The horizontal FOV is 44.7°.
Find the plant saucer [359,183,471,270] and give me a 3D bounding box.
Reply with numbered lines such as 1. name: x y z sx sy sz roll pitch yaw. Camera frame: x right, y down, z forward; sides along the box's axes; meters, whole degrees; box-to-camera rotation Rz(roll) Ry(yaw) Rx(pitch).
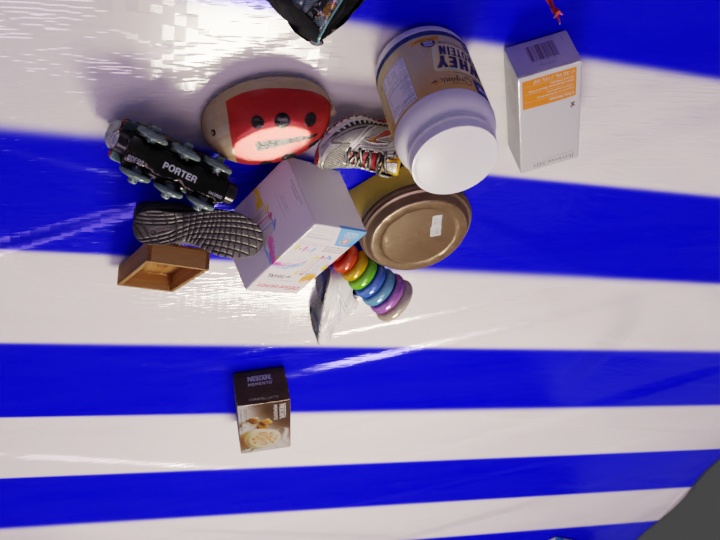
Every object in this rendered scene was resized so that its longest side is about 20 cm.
1. plant saucer: 0.094 -0.066 1.458 0.195 0.030 0.202 -9 141 -8

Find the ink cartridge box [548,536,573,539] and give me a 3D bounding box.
1. ink cartridge box: 0.693 1.013 2.978 0.198 0.149 0.144 22 130 -38

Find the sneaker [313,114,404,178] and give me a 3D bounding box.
1. sneaker: 0.024 -0.181 1.296 0.196 0.083 0.078 -14 149 -22

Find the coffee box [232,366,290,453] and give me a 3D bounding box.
1. coffee box: -0.205 0.296 1.840 0.112 0.081 0.202 -6 142 -11

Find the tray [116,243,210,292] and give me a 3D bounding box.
1. tray: -0.317 -0.005 1.396 0.097 0.038 0.199 8 166 -27

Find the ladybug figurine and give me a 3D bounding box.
1. ladybug figurine: -0.129 -0.206 1.250 0.195 0.073 0.137 -14 142 -2

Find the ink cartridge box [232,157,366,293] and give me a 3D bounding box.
1. ink cartridge box: -0.114 -0.058 1.372 0.199 0.127 0.127 -41 153 29

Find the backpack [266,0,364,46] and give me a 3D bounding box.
1. backpack: -0.032 -0.380 0.985 0.200 0.176 0.153 -43 105 16

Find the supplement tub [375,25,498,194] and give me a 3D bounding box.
1. supplement tub: 0.105 -0.220 1.206 0.141 0.203 0.146 -9 143 -7

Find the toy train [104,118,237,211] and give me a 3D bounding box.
1. toy train: -0.269 -0.151 1.240 0.198 0.114 0.087 23 98 -35

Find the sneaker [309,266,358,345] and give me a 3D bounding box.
1. sneaker: -0.045 0.069 1.623 0.085 0.076 0.202 -6 142 -19

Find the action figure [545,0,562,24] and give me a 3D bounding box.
1. action figure: 0.233 -0.400 1.117 0.065 0.101 0.198 -35 141 27

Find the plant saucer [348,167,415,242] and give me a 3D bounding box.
1. plant saucer: 0.072 -0.089 1.484 0.198 0.049 0.200 -29 141 17

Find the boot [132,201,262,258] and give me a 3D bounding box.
1. boot: -0.247 -0.075 1.331 0.195 0.132 0.071 11 101 -13

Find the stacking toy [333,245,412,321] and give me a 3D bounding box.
1. stacking toy: 0.000 0.000 1.531 0.085 0.086 0.199 -36 118 26

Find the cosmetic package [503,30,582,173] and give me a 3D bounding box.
1. cosmetic package: 0.277 -0.251 1.332 0.099 0.072 0.202 -16 143 1
